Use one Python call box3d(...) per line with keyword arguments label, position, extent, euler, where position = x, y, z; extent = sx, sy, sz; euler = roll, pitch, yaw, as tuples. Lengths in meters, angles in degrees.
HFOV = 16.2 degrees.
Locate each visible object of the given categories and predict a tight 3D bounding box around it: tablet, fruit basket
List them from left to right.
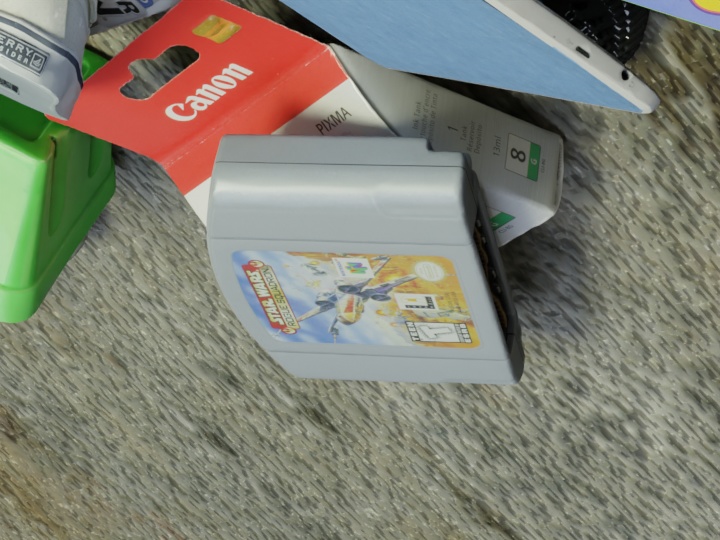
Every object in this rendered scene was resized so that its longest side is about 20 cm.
box3d(label="fruit basket", position=(-0.240, -0.041, 1.290), extent=(0.214, 0.156, 0.216), euler=(12, 130, 14))
box3d(label="tablet", position=(0.017, -0.104, 0.990), extent=(0.130, 0.014, 0.200), euler=(31, 173, -32))

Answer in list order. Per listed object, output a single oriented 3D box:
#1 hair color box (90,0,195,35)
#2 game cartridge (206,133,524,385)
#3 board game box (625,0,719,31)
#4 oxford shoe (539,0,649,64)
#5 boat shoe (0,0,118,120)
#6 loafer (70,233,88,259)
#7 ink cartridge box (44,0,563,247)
box3d(label="hair color box", position=(-0.096, -0.173, 1.103), extent=(0.199, 0.064, 0.111), euler=(-13, 129, 42))
box3d(label="game cartridge", position=(0.000, 0.000, 1.191), extent=(0.132, 0.042, 0.200), euler=(-2, 152, 12))
box3d(label="board game box", position=(0.112, -0.160, 0.916), extent=(0.199, 0.135, 0.045), euler=(19, 145, 12))
box3d(label="oxford shoe", position=(0.063, -0.138, 1.036), extent=(0.085, 0.073, 0.200), euler=(58, -172, 33))
box3d(label="boat shoe", position=(-0.142, -0.119, 1.088), extent=(0.074, 0.086, 0.202), euler=(25, 176, -6))
box3d(label="loafer", position=(-0.241, -0.021, 1.396), extent=(0.199, 0.070, 0.070), euler=(3, 140, 31))
box3d(label="ink cartridge box", position=(-0.030, -0.049, 1.186), extent=(0.199, 0.050, 0.161), euler=(19, 152, -27))
